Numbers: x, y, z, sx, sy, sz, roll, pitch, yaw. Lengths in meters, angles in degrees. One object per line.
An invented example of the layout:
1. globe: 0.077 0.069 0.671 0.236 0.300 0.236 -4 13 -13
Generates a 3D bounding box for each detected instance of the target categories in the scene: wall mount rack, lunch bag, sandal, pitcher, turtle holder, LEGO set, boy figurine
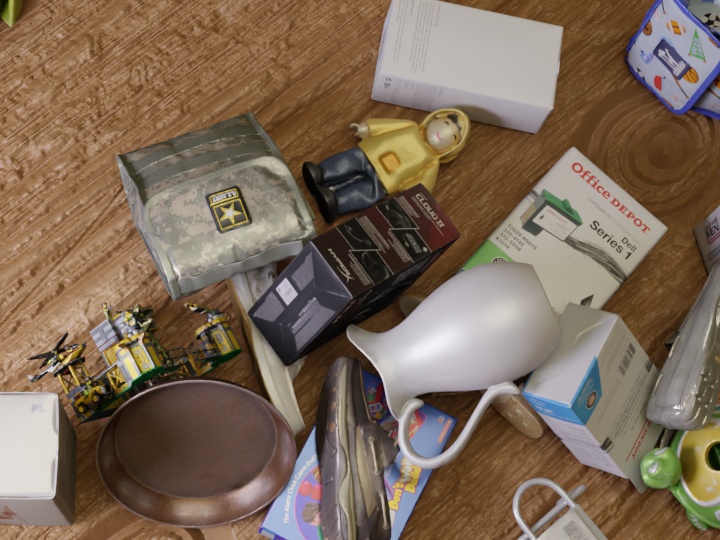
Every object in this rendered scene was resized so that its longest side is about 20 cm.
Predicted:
1. wall mount rack: 0.204 0.324 1.607 0.174 0.075 0.200 -36 81 -20
2. lunch bag: -0.148 -0.062 1.606 0.164 0.118 0.200 -20 38 -13
3. sandal: 0.106 0.116 1.649 0.212 0.078 0.070 42 64 1
4. pitcher: 0.109 0.093 1.565 0.200 0.121 0.172 -24 81 4
5. turtle holder: 0.393 0.197 1.633 0.185 0.132 0.141 24 72 -3
6. lunch bag: 0.417 -0.252 1.758 0.199 0.170 0.124 18 67 -3
7. LEGO set: -0.229 0.069 1.563 0.200 0.154 0.116 -15 71 -52
8. boy figurine: 0.040 -0.119 1.721 0.199 0.064 0.125 -23 75 -10

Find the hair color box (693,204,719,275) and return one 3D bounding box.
1. hair color box: 0.442 0.025 1.712 0.060 0.099 0.201 -13 76 -12

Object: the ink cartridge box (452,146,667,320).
1. ink cartridge box: 0.218 -0.015 1.701 0.146 0.084 0.200 41 73 5

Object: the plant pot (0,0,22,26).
1. plant pot: -0.470 -0.335 1.652 0.181 0.200 0.199 -36 80 -24

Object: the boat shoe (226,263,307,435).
1. boat shoe: -0.085 0.078 1.639 0.069 0.071 0.201 -16 75 -10

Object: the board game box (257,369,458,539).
1. board game box: -0.002 0.216 1.622 0.134 0.045 0.200 28 71 2

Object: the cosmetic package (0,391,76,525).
1. cosmetic package: -0.329 0.187 1.504 0.087 0.200 0.104 1 72 -6

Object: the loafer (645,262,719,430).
1. loafer: 0.355 0.076 1.634 0.070 0.070 0.200 49 57 -37

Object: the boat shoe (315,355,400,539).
1. boat shoe: -0.002 0.189 1.577 0.073 0.074 0.201 3 78 -20

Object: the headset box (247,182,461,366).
1. headset box: 0.000 0.000 1.606 0.200 0.149 0.077 -28 77 -43

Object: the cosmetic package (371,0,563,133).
1. cosmetic package: 0.122 -0.235 1.755 0.199 0.085 0.108 13 72 -4

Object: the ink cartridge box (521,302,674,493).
1. ink cartridge box: 0.261 0.139 1.638 0.068 0.200 0.116 14 65 42

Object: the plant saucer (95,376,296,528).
1. plant saucer: -0.164 0.177 1.548 0.200 0.201 0.035 2 35 -7
